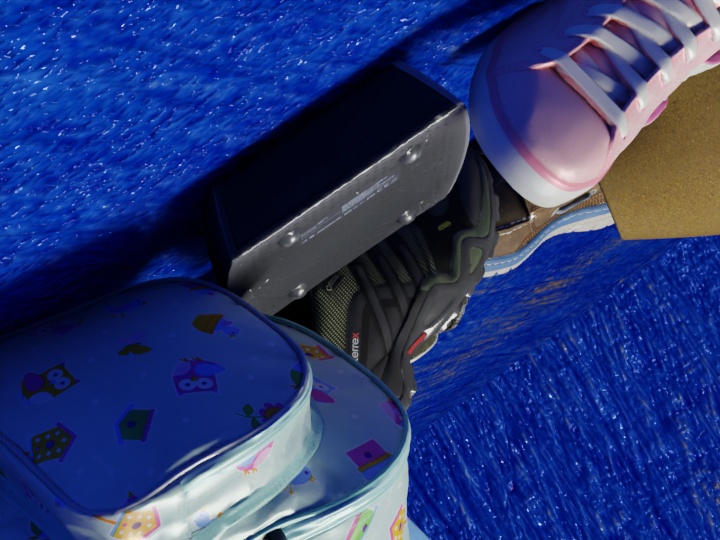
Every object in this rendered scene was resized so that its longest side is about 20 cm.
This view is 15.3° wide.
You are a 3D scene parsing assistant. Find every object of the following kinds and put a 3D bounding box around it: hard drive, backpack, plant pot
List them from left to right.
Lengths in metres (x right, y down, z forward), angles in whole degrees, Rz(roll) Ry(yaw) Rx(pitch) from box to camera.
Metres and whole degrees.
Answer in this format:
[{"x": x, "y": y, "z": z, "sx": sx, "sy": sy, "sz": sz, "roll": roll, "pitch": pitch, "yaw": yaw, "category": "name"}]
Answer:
[{"x": -0.076, "y": 0.094, "z": 1.157, "sx": 0.199, "sy": 0.175, "sz": 0.154, "roll": -19, "pitch": 124, "yaw": -33, "category": "backpack"}, {"x": -0.014, "y": -0.035, "z": 1.235, "sx": 0.134, "sy": 0.042, "sz": 0.200, "roll": -34, "pitch": 172, "yaw": -5, "category": "hard drive"}, {"x": 0.215, "y": -0.098, "z": 1.456, "sx": 0.199, "sy": 0.188, "sz": 0.186, "roll": -22, "pitch": 174, "yaw": 5, "category": "plant pot"}]

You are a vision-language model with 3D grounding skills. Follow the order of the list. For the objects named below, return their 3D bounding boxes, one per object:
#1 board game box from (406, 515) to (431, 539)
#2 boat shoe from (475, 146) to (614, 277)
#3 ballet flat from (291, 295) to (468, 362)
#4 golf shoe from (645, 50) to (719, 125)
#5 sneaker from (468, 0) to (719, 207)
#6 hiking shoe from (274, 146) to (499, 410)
[{"x": -0.030, "y": 0.188, "z": 1.507, "sx": 0.151, "sy": 0.037, "sz": 0.200, "roll": -48, "pitch": -174, "yaw": -2, "category": "board game box"}, {"x": 0.095, "y": -0.056, "z": 1.538, "sx": 0.199, "sy": 0.072, "sz": 0.073, "roll": -22, "pitch": 148, "yaw": -47, "category": "boat shoe"}, {"x": -0.001, "y": 0.026, "z": 1.476, "sx": 0.072, "sy": 0.072, "sz": 0.200, "roll": -40, "pitch": 165, "yaw": 33, "category": "ballet flat"}, {"x": 0.112, "y": -0.094, "z": 1.327, "sx": 0.091, "sy": 0.076, "sz": 0.200, "roll": -37, "pitch": 173, "yaw": 41, "category": "golf shoe"}, {"x": 0.122, "y": -0.111, "z": 1.192, "sx": 0.105, "sy": 0.075, "sz": 0.200, "roll": -41, "pitch": -175, "yaw": 39, "category": "sneaker"}, {"x": 0.000, "y": 0.000, "z": 1.375, "sx": 0.076, "sy": 0.100, "sz": 0.201, "roll": -22, "pitch": -144, "yaw": 54, "category": "hiking shoe"}]
